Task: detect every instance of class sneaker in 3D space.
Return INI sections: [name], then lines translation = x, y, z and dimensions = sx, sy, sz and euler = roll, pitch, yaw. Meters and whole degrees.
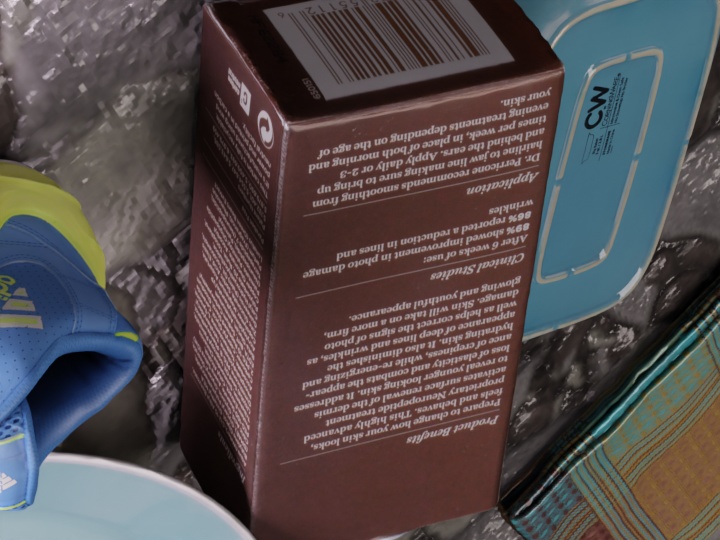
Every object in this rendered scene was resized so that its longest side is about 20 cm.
[sneaker]
translation = -0.150, 0.031, 0.801
dimensions = 0.200, 0.105, 0.076
euler = -24, 139, -29

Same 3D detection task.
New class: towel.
[towel]
translation = 0.156, 0.062, 1.216
dimensions = 0.200, 0.022, 0.147
euler = -45, 144, -2

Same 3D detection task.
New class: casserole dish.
[casserole dish]
translation = 0.075, -0.046, 1.015
dimensions = 0.121, 0.039, 0.200
euler = -18, 134, -35

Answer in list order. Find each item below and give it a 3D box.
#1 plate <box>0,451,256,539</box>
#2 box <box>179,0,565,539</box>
[plate]
translation = -0.122, 0.139, 0.960
dimensions = 0.200, 0.026, 0.201
euler = -9, 123, -14
[box]
translation = 0.000, 0.000, 0.940
dimensions = 0.100, 0.075, 0.200
euler = -12, 132, -21
